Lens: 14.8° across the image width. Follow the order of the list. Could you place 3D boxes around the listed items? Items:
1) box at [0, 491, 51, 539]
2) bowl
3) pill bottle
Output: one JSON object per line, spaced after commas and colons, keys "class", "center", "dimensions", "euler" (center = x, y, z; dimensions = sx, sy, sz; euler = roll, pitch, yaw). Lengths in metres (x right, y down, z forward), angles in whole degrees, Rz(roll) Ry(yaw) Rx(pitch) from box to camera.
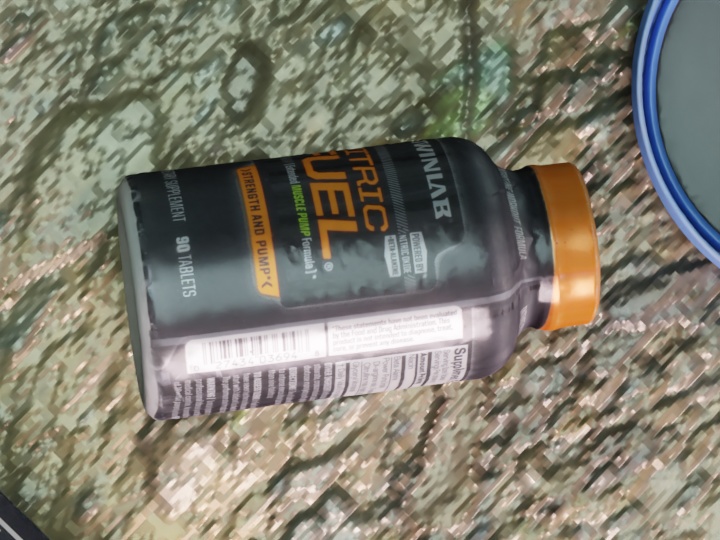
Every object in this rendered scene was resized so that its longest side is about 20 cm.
{"class": "box", "center": [-0.202, 0.181, 1.132], "dimensions": [0.198, 0.123, 0.200], "euler": [45, 76, -2]}
{"class": "bowl", "center": [0.217, -0.081, 1.244], "dimensions": [0.199, 0.039, 0.202], "euler": [0, 89, -7]}
{"class": "pill bottle", "center": [0.000, 0.000, 1.181], "dimensions": [0.199, 0.106, 0.107], "euler": [-7, 89, -8]}
